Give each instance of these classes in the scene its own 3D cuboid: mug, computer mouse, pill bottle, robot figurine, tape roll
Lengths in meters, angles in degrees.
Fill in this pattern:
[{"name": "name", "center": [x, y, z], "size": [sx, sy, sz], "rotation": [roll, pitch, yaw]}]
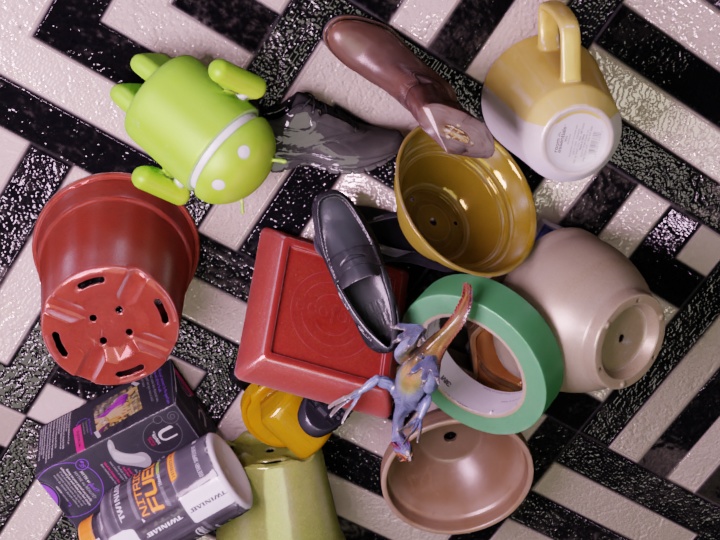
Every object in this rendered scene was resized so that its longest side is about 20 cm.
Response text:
[{"name": "mug", "center": [0.216, -0.188, 1.432], "size": [0.149, 0.153, 0.187], "rotation": [-34, 117, 10]}, {"name": "computer mouse", "center": [-0.007, 0.131, 1.528], "size": [0.059, 0.200, 0.034], "rotation": [47, 147, 3]}, {"name": "pill bottle", "center": [-0.238, 0.287, 1.511], "size": [0.200, 0.106, 0.106], "rotation": [-30, 118, 6]}, {"name": "robot figurine", "center": [-0.177, -0.155, 1.383], "size": [0.200, 0.116, 0.176], "rotation": [42, 106, 7]}, {"name": "tape roll", "center": [0.141, 0.101, 1.490], "size": [0.200, 0.048, 0.201], "rotation": [23, 136, 25]}]

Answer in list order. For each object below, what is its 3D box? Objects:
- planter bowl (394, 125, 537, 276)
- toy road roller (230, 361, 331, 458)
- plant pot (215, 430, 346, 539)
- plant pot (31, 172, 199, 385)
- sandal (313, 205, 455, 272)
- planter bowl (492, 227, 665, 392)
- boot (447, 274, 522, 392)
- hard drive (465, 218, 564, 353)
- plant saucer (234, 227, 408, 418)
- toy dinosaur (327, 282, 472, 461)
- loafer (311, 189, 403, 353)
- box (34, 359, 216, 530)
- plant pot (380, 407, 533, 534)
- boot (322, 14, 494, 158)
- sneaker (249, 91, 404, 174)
[{"name": "planter bowl", "center": [0.105, -0.071, 1.489], "size": [0.200, 0.201, 0.083], "rotation": [27, 145, -21]}, {"name": "toy road roller", "center": [-0.058, 0.141, 1.561], "size": [0.200, 0.146, 0.123], "rotation": [-39, 117, 11]}, {"name": "plant pot", "center": [-0.110, 0.309, 1.629], "size": [0.200, 0.200, 0.185], "rotation": [-6, 107, -6]}, {"name": "plant pot", "center": [-0.281, 0.019, 1.434], "size": [0.200, 0.195, 0.201], "rotation": [-4, 118, -7]}, {"name": "sandal", "center": [0.041, -0.042, 1.524], "size": [0.199, 0.043, 0.076], "rotation": [2, 74, -18]}, {"name": "planter bowl", "center": [0.277, 0.063, 1.509], "size": [0.200, 0.135, 0.201], "rotation": [-15, 116, -33]}, {"name": "boot", "center": [0.197, 0.097, 1.594], "size": [0.154, 0.074, 0.200], "rotation": [22, 124, -15]}, {"name": "hard drive", "center": [0.241, 0.044, 1.627], "size": [0.132, 0.025, 0.200], "rotation": [22, 112, -19]}, {"name": "plant saucer", "center": [-0.036, 0.056, 1.504], "size": [0.199, 0.201, 0.037], "rotation": [17, 153, -17]}, {"name": "toy dinosaur", "center": [0.071, 0.140, 1.439], "size": [0.200, 0.105, 0.182], "rotation": [-32, 153, -13]}, {"name": "loafer", "center": [0.000, 0.000, 1.454], "size": [0.068, 0.070, 0.201], "rotation": [-23, 93, -3]}, {"name": "box", "center": [-0.293, 0.224, 1.588], "size": [0.199, 0.106, 0.122], "rotation": [-26, 120, 4]}, {"name": "plant pot", "center": [0.123, 0.246, 1.669], "size": [0.200, 0.093, 0.201], "rotation": [-3, 123, -4]}, {"name": "boot", "center": [0.052, -0.198, 1.372], "size": [0.186, 0.200, 0.064], "rotation": [26, 110, -21]}, {"name": "sneaker", "center": [-0.047, -0.161, 1.451], "size": [0.199, 0.076, 0.091], "rotation": [-1, 112, -10]}]
